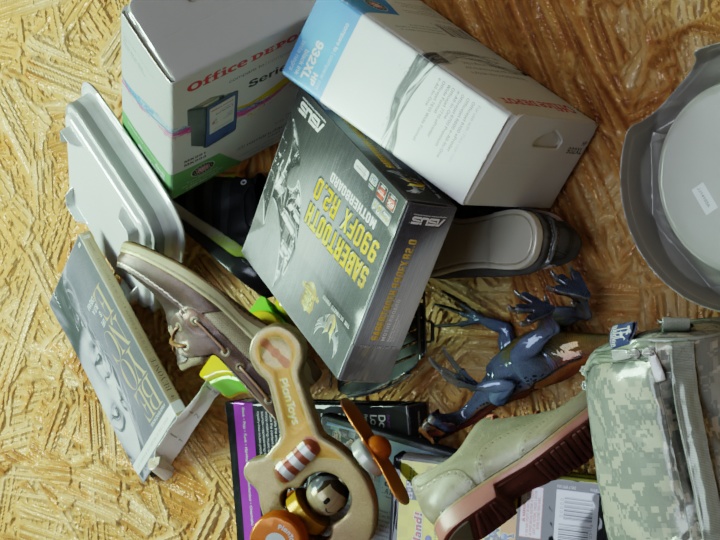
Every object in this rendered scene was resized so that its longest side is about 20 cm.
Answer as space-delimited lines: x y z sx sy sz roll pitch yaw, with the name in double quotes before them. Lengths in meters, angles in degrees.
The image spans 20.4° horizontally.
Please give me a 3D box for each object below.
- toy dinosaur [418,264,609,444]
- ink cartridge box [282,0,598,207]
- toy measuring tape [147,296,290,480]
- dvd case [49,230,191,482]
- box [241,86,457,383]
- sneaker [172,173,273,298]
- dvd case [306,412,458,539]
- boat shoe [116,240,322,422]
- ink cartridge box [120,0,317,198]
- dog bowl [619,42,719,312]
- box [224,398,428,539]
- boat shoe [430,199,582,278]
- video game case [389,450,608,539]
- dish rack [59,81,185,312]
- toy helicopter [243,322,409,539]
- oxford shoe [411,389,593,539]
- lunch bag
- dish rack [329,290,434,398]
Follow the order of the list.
"toy dinosaur" 0.122 0.087 1.592 0.200 0.105 0.182 31 133 17
"ink cartridge box" 0.063 -0.135 1.567 0.200 0.145 0.084 38 110 27
"toy measuring tape" -0.106 0.103 1.733 0.073 0.074 0.200 30 81 30
"dvd case" -0.224 0.081 1.840 0.200 0.016 0.149 60 150 14
"box" -0.014 -0.031 1.573 0.200 0.048 0.159 51 127 49
"sneaker" -0.116 -0.056 1.771 0.200 0.072 0.083 40 92 25
"dvd case" 0.015 0.231 1.671 0.142 0.018 0.201 15 101 19
"boat shoe" -0.130 0.052 1.673 0.200 0.072 0.072 36 84 -1
"ink cartridge box" -0.116 -0.164 1.642 0.088 0.145 0.200 54 161 19
"dog bowl" 0.290 -0.069 1.467 0.200 0.059 0.201 4 96 36
"box" -0.026 0.184 1.736 0.200 0.036 0.144 -1 95 37
"boat shoe" 0.094 -0.023 1.612 0.200 0.057 0.067 6 89 52
"video game case" 0.110 0.254 1.618 0.180 0.025 0.201 5 98 17
"dish rack" -0.216 -0.055 1.775 0.172 0.043 0.200 54 161 18
"toy helicopter" -0.036 0.137 1.622 0.132 0.079 0.201 -14 96 19
"oxford shoe" 0.127 0.131 1.563 0.200 0.070 0.075 -35 58 -2
"lunch bag" 0.236 0.130 1.435 0.139 0.168 0.201 -10 88 4
"dish rack" 0.000 0.000 1.639 0.153 0.054 0.201 -28 60 55
